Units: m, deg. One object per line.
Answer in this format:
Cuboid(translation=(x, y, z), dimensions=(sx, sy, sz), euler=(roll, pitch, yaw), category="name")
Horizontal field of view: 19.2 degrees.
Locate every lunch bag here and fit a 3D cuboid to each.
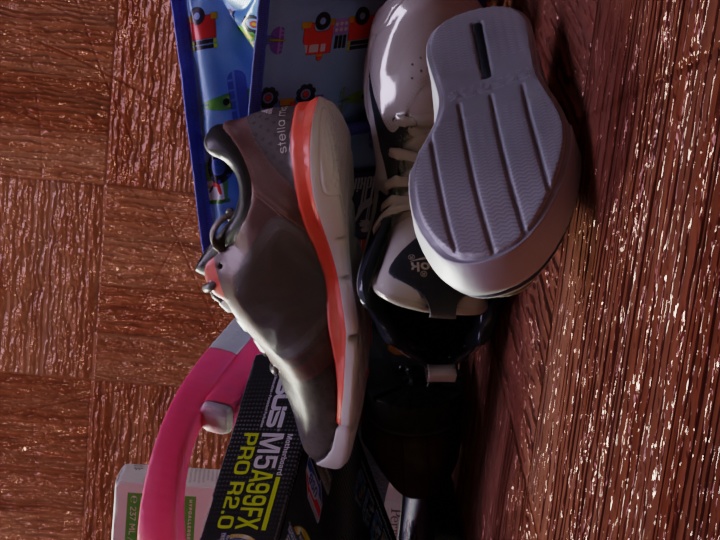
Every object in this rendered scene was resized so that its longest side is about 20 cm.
Cuboid(translation=(-0.016, -0.075, 1.144), dimensions=(0.094, 0.150, 0.200), euler=(21, 117, 49), category="lunch bag")

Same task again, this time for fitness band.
Cuboid(translation=(-0.073, 0.110, 1.219), dimensions=(0.200, 0.037, 0.144), euler=(-52, -30, -58), category="fitness band")

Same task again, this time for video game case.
Cuboid(translation=(0.036, 0.186, 1.265), dimensions=(0.200, 0.019, 0.143), euler=(-102, 18, -75), category="video game case")

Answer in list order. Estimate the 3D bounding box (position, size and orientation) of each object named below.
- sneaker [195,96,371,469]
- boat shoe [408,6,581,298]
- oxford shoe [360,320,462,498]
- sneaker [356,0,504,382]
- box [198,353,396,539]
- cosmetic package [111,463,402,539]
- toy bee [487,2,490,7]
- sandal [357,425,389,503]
Cuboid(translation=(-0.040, 0.007, 1.084), dimensions=(0.077, 0.082, 0.200), euler=(-75, -19, -67), category="sneaker")
Cuboid(translation=(0.063, -0.044, 0.914), dimensions=(0.200, 0.072, 0.062), euler=(-85, -23, -55), category="boat shoe")
Cuboid(translation=(0.023, 0.066, 1.240), dimensions=(0.200, 0.073, 0.085), euler=(-86, -6, -64), category="oxford shoe")
Cuboid(translation=(0.039, -0.034, 1.058), dimensions=(0.130, 0.079, 0.199), euler=(-95, 10, -62), category="sneaker")
Cuboid(translation=(-0.031, 0.169, 1.180), dimensions=(0.200, 0.044, 0.160), euler=(71, -155, -45), category="box")
Cuboid(translation=(-0.069, 0.194, 1.458), dimensions=(0.085, 0.200, 0.108), euler=(-121, 33, -86), category="cosmetic package")
Cuboid(translation=(0.009, -0.160, 1.283), dimensions=(0.131, 0.109, 0.200), euler=(-45, 6, -31), category="toy bee")
Cuboid(translation=(-0.012, 0.135, 1.352), dimensions=(0.043, 0.076, 0.201), euler=(-102, 17, -84), category="sandal")
